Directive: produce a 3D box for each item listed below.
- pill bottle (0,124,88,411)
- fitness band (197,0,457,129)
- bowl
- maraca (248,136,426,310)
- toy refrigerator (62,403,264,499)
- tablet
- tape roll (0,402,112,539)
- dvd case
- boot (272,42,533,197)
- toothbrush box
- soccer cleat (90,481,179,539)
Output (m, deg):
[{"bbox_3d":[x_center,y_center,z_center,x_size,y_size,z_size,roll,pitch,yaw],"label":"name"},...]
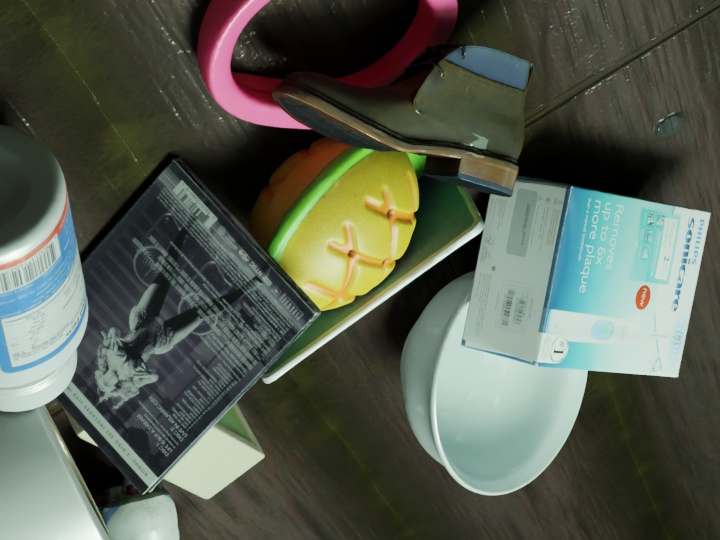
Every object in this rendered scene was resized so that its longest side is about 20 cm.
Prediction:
[{"bbox_3d":[-0.237,0.006,1.311,0.112,0.112,0.200,-22,148,-16],"label":"pill bottle"},{"bbox_3d":[-0.022,-0.157,1.340,0.200,0.037,0.144,0,137,-44],"label":"fitness band"},{"bbox_3d":[0.098,0.083,1.703,0.201,0.090,0.202,-12,107,-43],"label":"bowl"},{"bbox_3d":[-0.005,-0.051,1.448,0.200,0.107,0.137,-47,163,-15],"label":"maraca"},{"bbox_3d":[-0.156,0.107,1.563,0.070,0.076,0.200,-37,148,9],"label":"toy refrigerator"},{"bbox_3d":[0.000,0.000,1.511,0.200,0.130,0.014,-36,116,8],"label":"tablet"},{"bbox_3d":[-0.265,0.178,1.446,0.139,0.203,0.203,-28,149,-8],"label":"tape roll"},{"bbox_3d":[-0.141,0.042,1.420,0.200,0.149,0.016,-46,172,22],"label":"dvd case"},{"bbox_3d":[0.033,-0.123,1.364,0.200,0.075,0.097,19,86,-35],"label":"boot"},{"bbox_3d":[0.188,0.006,1.653,0.200,0.085,0.147,8,94,-48],"label":"toothbrush box"},{"bbox_3d":[-0.190,0.216,1.613,0.070,0.087,0.200,-10,175,-17],"label":"soccer cleat"}]
